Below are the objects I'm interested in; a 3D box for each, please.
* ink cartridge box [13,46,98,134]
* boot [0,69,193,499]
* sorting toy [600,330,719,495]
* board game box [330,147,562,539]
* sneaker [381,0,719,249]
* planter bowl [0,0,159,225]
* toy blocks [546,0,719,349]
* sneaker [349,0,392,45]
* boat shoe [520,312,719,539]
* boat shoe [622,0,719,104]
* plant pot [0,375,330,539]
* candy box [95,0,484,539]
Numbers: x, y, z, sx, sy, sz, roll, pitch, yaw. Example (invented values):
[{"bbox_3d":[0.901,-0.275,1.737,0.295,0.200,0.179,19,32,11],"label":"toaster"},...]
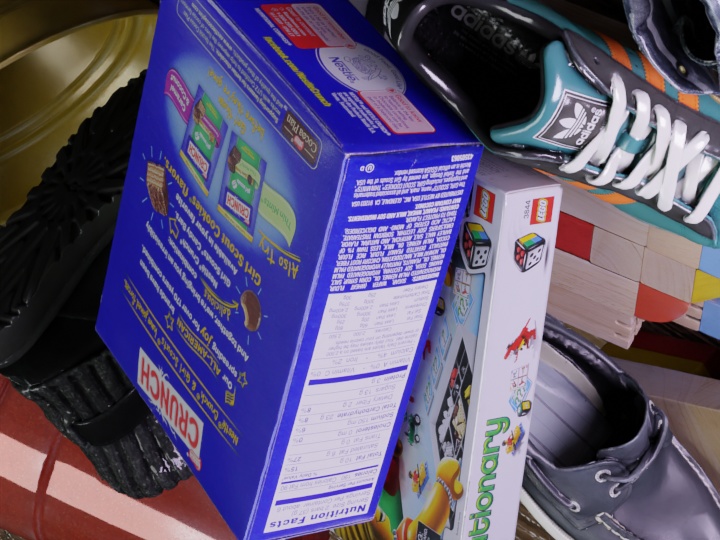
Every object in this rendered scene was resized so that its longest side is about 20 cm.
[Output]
[{"bbox_3d":[-0.201,-0.152,1.537,0.200,0.084,0.144,53,155,-21],"label":"ink cartridge box"},{"bbox_3d":[-0.099,0.002,1.414,0.158,0.211,0.079,41,-178,-37],"label":"boot"},{"bbox_3d":[0.197,0.109,1.356,0.198,0.070,0.201,11,140,51],"label":"sorting toy"},{"bbox_3d":[0.028,0.037,1.212,0.126,0.034,0.201,32,122,50],"label":"board game box"},{"bbox_3d":[0.095,-0.059,1.108,0.199,0.072,0.080,28,-160,0],"label":"sneaker"},{"bbox_3d":[-0.188,-0.101,1.402,0.084,0.200,0.201,56,159,14],"label":"planter bowl"},{"bbox_3d":[0.130,-0.031,1.221,0.136,0.100,0.201,23,144,16],"label":"toy blocks"},{"bbox_3d":[-0.005,-0.101,1.340,0.080,0.074,0.200,50,147,-6],"label":"sneaker"},{"bbox_3d":[0.105,0.073,1.265,0.199,0.075,0.066,44,151,-7],"label":"boat shoe"},{"bbox_3d":[0.162,-0.082,1.069,0.071,0.091,0.201,11,141,50],"label":"boat shoe"},{"bbox_3d":[-0.115,0.119,1.740,0.194,0.201,0.201,27,153,15],"label":"plant pot"},{"bbox_3d":[-0.038,-0.012,1.199,0.169,0.077,0.201,50,134,43],"label":"candy box"}]
